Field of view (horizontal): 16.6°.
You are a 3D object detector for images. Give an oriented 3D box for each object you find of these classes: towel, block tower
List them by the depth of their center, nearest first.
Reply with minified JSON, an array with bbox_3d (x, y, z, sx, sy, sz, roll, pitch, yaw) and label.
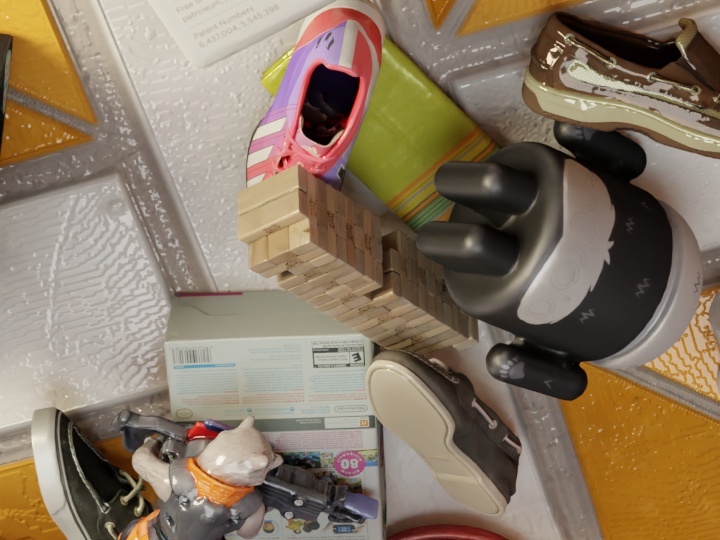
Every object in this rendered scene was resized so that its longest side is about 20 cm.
[{"bbox_3d":[0.000,0.000,1.638,0.058,0.054,0.199,-22,146,32],"label":"block tower"},{"bbox_3d":[0.030,-0.090,1.652,0.086,0.018,0.200,-39,115,19],"label":"towel"}]

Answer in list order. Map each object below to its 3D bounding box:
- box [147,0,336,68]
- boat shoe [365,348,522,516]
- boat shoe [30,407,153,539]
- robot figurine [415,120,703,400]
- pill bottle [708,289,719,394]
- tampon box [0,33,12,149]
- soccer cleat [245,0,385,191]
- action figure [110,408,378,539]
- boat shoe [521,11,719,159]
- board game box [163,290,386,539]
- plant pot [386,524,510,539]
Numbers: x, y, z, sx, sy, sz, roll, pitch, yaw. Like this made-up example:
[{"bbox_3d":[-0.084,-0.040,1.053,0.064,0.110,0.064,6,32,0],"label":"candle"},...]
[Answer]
[{"bbox_3d":[-0.052,-0.264,1.426,0.199,0.200,0.172,-25,120,16],"label":"box"},{"bbox_3d":[0.060,0.100,1.725,0.066,0.057,0.200,8,150,32],"label":"boat shoe"},{"bbox_3d":[-0.183,0.171,1.798,0.063,0.071,0.201,-13,130,10],"label":"boat shoe"},{"bbox_3d":[0.133,-0.010,1.625,0.199,0.125,0.151,21,120,-33],"label":"robot figurine"},{"bbox_3d":[0.313,0.094,1.712,0.110,0.111,0.201,-21,121,14],"label":"pill bottle"},{"bbox_3d":[-0.303,-0.043,1.604,0.125,0.150,0.201,8,124,-4],"label":"tampon box"},{"bbox_3d":[-0.034,-0.084,1.598,0.068,0.073,0.201,17,130,-6],"label":"soccer cleat"},{"bbox_3d":[-0.090,0.184,1.709,0.198,0.105,0.194,15,127,-9],"label":"action figure"},{"bbox_3d":[0.208,-0.123,1.594,0.200,0.075,0.075,9,117,-5],"label":"boat shoe"},{"bbox_3d":[-0.057,0.114,1.758,0.146,0.064,0.201,-1,122,2],"label":"board game box"},{"bbox_3d":[0.066,0.305,1.810,0.198,0.183,0.202,0,123,1],"label":"plant pot"}]
